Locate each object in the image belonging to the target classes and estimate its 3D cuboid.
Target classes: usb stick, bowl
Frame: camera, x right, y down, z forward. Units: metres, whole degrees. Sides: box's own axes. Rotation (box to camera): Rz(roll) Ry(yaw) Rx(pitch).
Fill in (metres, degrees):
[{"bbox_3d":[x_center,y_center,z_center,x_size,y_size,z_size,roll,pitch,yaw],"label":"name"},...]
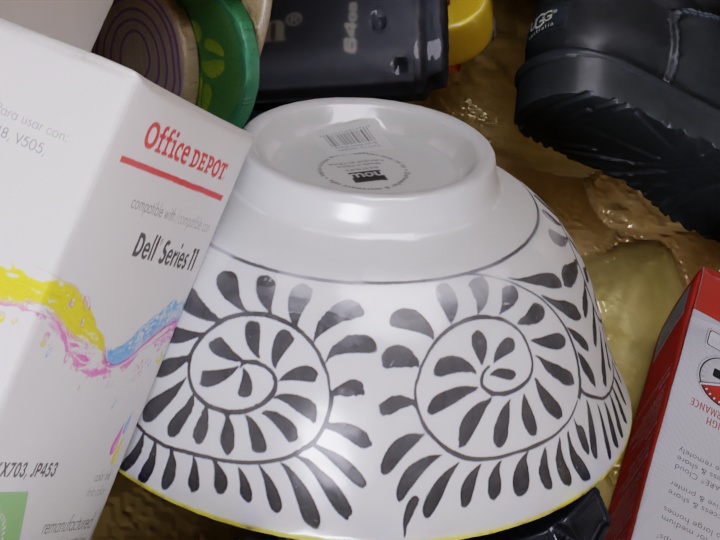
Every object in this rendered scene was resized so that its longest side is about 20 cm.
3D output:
[{"bbox_3d":[-0.065,-0.084,0.805,0.198,0.033,0.056,-2,52,6],"label":"usb stick"},{"bbox_3d":[0.000,0.000,0.714,0.199,0.095,0.201,4,26,-2],"label":"bowl"}]

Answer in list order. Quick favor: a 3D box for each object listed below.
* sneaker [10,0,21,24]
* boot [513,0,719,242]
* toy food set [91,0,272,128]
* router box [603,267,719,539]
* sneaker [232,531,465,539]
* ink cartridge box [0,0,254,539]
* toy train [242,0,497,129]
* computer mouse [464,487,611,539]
[{"bbox_3d":[-0.181,-0.068,0.681,0.145,0.201,0.081,14,37,-3],"label":"sneaker"},{"bbox_3d":[0.140,-0.111,0.867,0.197,0.073,0.164,23,63,-33],"label":"boot"},{"bbox_3d":[-0.107,-0.118,0.723,0.199,0.200,0.049,26,32,28],"label":"toy food set"},{"bbox_3d":[0.192,0.114,0.781,0.199,0.049,0.180,24,48,-1],"label":"router box"},{"bbox_3d":[-0.033,0.134,0.646,0.199,0.074,0.086,-14,100,-46],"label":"sneaker"},{"bbox_3d":[-0.095,-0.005,0.612,0.067,0.117,0.202,22,91,14],"label":"ink cartridge box"},{"bbox_3d":[-0.014,-0.102,0.877,0.149,0.056,0.200,17,54,28],"label":"toy train"},{"bbox_3d":[0.079,0.104,0.703,0.058,0.034,0.200,-27,34,-23],"label":"computer mouse"}]
